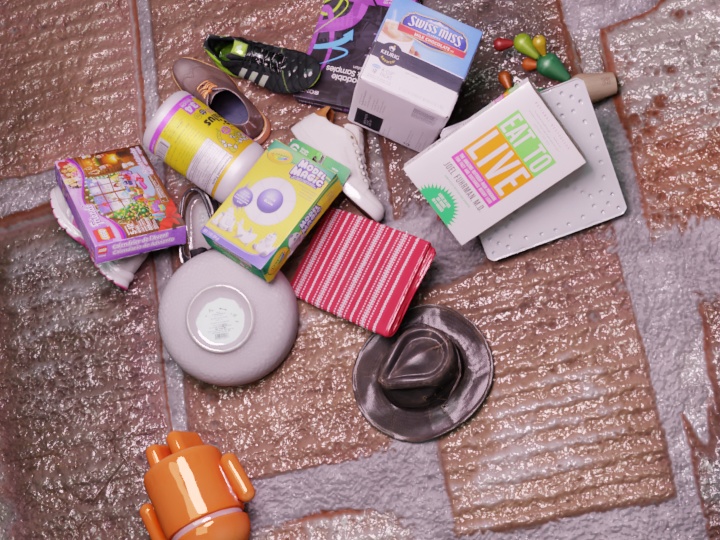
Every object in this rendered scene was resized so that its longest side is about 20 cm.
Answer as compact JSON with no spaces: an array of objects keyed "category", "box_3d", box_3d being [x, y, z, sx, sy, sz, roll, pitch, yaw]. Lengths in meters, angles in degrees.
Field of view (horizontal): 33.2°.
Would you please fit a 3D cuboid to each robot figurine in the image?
[{"category":"robot figurine","box_3d":[-0.223,0.319,1.643,0.144,0.117,0.200,-20,67,-20]}]

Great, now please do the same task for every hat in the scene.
[{"category":"hat","box_3d":[0.076,0.133,1.626,0.200,0.081,0.201,-4,75,15]}]

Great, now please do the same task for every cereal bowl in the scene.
[{"category":"cereal bowl","box_3d":[-0.189,0.065,1.689,0.200,0.083,0.201,0,88,3]}]

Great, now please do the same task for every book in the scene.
[{"category":"book","box_3d":[0.176,-0.143,1.590,0.200,0.048,0.134,-35,105,17]}]

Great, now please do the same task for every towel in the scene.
[{"category":"towel","box_3d":[0.000,0.000,1.689,0.200,0.022,0.145,22,83,38]}]

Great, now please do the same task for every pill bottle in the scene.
[{"category":"pill bottle","box_3d":[-0.211,-0.167,1.763,0.200,0.104,0.104,36,87,3]}]

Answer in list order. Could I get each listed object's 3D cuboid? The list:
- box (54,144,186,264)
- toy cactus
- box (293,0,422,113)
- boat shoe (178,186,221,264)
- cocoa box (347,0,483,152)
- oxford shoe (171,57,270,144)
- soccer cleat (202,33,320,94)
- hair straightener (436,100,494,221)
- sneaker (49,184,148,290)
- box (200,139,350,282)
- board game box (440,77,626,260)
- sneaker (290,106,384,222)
[{"category":"box","box_3d":[-0.354,-0.101,1.770,0.137,0.039,0.200,-15,48,-23]},{"category":"toy cactus","box_3d":[0.273,-0.250,1.676,0.165,0.102,0.200,-13,66,0]},{"category":"box","box_3d":[-0.004,-0.332,1.801,0.143,0.036,0.200,14,81,19]},{"category":"boat shoe","box_3d":[-0.230,-0.026,1.767,0.074,0.060,0.201,-7,73,14]},{"category":"cocoa box","box_3d":[0.071,-0.265,1.657,0.133,0.200,0.131,24,80,-1]},{"category":"oxford shoe","box_3d":[-0.218,-0.269,1.823,0.200,0.073,0.071,38,88,22]},{"category":"soccer cleat","box_3d":[-0.150,-0.310,1.792,0.200,0.081,0.068,17,83,33]},{"category":"hair straightener","box_3d":[0.173,-0.151,1.708,0.077,0.041,0.200,20,75,-2]},{"category":"sneaker","box_3d":[-0.388,-0.065,1.819,0.088,0.081,0.200,-43,75,-3]},{"category":"box","box_3d":[-0.114,-0.094,1.671,0.117,0.048,0.200,30,72,24]},{"category":"board game box","box_3d":[0.233,-0.136,1.625,0.200,0.026,0.200,-20,109,9]},{"category":"sneaker","box_3d":[-0.015,-0.160,1.736,0.085,0.073,0.200,-39,70,1]}]
